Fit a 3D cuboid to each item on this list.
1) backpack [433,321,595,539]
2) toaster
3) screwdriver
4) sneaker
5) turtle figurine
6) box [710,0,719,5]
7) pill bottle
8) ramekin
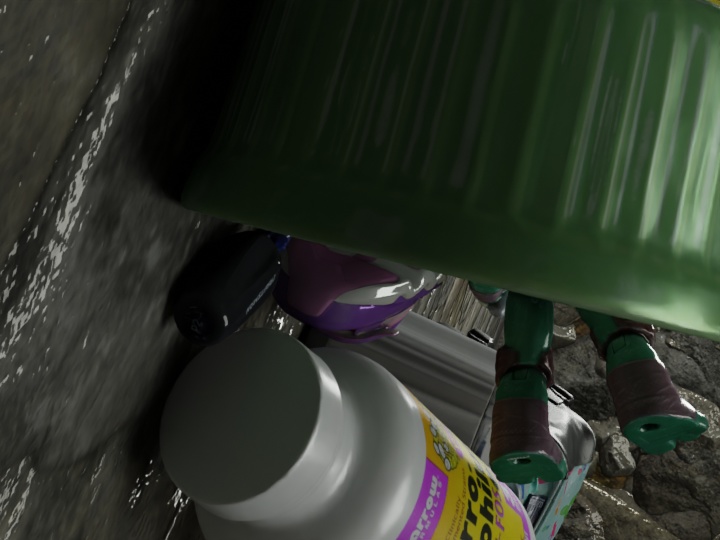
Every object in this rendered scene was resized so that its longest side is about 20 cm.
[{"bbox_3d":[0.047,0.160,1.136,0.150,0.177,0.201,-20,140,-60],"label":"backpack"},{"bbox_3d":[0.027,0.085,0.961,0.200,0.128,0.115,-6,116,-81],"label":"toaster"},{"bbox_3d":[-0.027,-0.019,0.673,0.200,0.028,0.029,-47,128,-61],"label":"screwdriver"},{"bbox_3d":[0.000,0.000,0.771,0.089,0.080,0.200,-63,175,20],"label":"sneaker"},{"bbox_3d":[0.092,-0.012,0.740,0.149,0.100,0.202,-30,-126,43],"label":"turtle figurine"},{"bbox_3d":[0.136,-0.155,0.800,0.199,0.117,0.049,-37,-136,26],"label":"box"},{"bbox_3d":[-0.003,0.100,0.697,0.200,0.103,0.105,45,63,-51],"label":"pill bottle"},{"bbox_3d":[0.047,-0.045,0.547,0.200,0.198,0.099,10,93,-82],"label":"ramekin"}]
